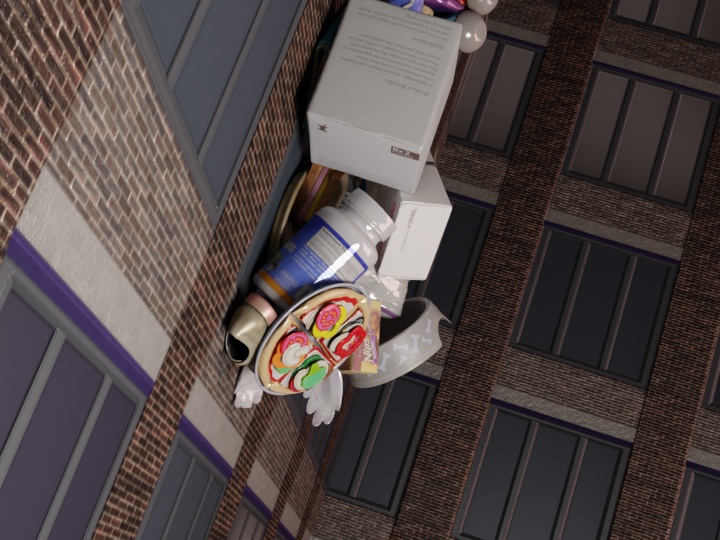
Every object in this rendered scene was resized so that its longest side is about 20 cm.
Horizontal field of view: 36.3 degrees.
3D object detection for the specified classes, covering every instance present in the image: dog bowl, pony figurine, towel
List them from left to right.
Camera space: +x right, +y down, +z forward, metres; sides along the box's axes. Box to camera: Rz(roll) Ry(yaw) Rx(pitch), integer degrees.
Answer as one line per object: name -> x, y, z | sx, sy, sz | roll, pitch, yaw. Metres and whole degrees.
pony figurine -> -0.103, 0.122, 1.700 | 0.200, 0.166, 0.193 | -107, -151, -62
towel -> -0.036, -0.308, 1.609 | 0.200, 0.022, 0.147 | -64, 170, -51
dog bowl -> 0.053, 0.115, 1.840 | 0.059, 0.200, 0.200 | 60, 24, -15

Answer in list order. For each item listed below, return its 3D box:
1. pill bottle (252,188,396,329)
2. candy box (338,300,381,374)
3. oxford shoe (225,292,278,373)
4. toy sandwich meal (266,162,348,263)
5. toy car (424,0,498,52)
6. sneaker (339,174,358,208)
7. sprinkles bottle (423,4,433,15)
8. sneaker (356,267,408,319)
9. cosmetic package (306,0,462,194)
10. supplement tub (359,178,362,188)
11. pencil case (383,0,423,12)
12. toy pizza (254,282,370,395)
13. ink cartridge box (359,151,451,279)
pill bottle -> -0.047, -0.019, 1.561 | 0.200, 0.112, 0.112 | -45, 170, -5
candy box -> -0.050, 0.110, 1.792 | 0.200, 0.056, 0.117 | -7, -103, 53
oxford shoe -> -0.159, 0.103, 1.538 | 0.074, 0.071, 0.200 | -45, 159, -23
toy sandwich meal -> -0.078, -0.068, 1.657 | 0.205, 0.070, 0.205 | 17, 90, -83
toy car -> 0.166, -0.531, 2.200 | 0.150, 0.175, 0.200 | 30, 76, -47
sneaker -> -0.038, -0.149, 1.822 | 0.200, 0.075, 0.116 | 115, -8, -60
sprinkles bottle -> 0.077, -0.403, 2.065 | 0.068, 0.068, 0.200 | 52, 55, -81
sneaker -> 0.000, 0.000, 1.792 | 0.075, 0.200, 0.100 | 3, -114, 51
cosmetic package -> 0.033, -0.245, 1.541 | 0.165, 0.165, 0.200 | 91, 18, -72
supplement tub -> 0.032, -0.133, 2.055 | 0.200, 0.144, 0.145 | -64, 169, -51
pencil case -> 0.072, -0.438, 1.892 | 0.200, 0.078, 0.087 | 96, -16, -57
toy pizza -> -0.060, 0.103, 1.542 | 0.200, 0.032, 0.200 | -30, 144, -24
ink cartridge box -> 0.063, -0.102, 1.689 | 0.200, 0.084, 0.146 | -105, -155, -48
